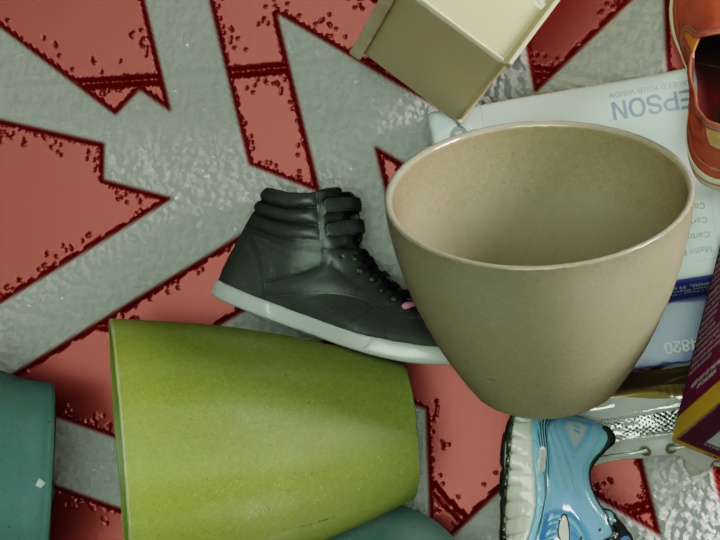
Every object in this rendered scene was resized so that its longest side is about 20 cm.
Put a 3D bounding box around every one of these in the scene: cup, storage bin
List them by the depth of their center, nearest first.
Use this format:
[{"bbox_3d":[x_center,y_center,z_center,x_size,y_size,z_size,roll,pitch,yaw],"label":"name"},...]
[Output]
[{"bbox_3d":[0.119,0.010,1.634,0.199,0.201,0.144,-2,119,6],"label":"cup"},{"bbox_3d":[0.099,-0.213,1.639,0.094,0.200,0.199,37,79,0],"label":"storage bin"}]

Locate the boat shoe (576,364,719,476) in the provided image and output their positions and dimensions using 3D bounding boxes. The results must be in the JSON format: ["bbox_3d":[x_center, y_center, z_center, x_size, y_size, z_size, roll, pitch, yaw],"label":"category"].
[{"bbox_3d":[0.228,0.104,1.712,0.198,0.071,0.070,-4,103,4],"label":"boat shoe"}]

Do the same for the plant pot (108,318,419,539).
[{"bbox_3d":[-0.065,0.119,1.699,0.198,0.187,0.189,-4,89,-7],"label":"plant pot"}]

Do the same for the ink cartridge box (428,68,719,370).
[{"bbox_3d":[0.156,-0.026,1.730,0.198,0.041,0.202,-10,89,6],"label":"ink cartridge box"}]

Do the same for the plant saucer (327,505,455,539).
[{"bbox_3d":[-0.014,0.246,1.697,0.200,0.039,0.202,-13,60,23],"label":"plant saucer"}]

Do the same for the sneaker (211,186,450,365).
[{"bbox_3d":[0.000,0.000,1.724,0.199,0.071,0.100,18,95,17],"label":"sneaker"}]

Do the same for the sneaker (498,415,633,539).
[{"bbox_3d":[0.136,0.189,1.649,0.089,0.078,0.202,2,82,-1],"label":"sneaker"}]

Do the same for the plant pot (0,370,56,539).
[{"bbox_3d":[-0.303,0.138,1.714,0.186,0.200,0.202,3,90,-9],"label":"plant pot"}]

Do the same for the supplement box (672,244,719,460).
[{"bbox_3d":[0.298,0.033,1.634,0.130,0.103,0.201,21,64,-7],"label":"supplement box"}]

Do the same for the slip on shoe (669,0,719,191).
[{"bbox_3d":[0.245,-0.148,1.676,0.073,0.061,0.201,2,55,3],"label":"slip on shoe"}]
